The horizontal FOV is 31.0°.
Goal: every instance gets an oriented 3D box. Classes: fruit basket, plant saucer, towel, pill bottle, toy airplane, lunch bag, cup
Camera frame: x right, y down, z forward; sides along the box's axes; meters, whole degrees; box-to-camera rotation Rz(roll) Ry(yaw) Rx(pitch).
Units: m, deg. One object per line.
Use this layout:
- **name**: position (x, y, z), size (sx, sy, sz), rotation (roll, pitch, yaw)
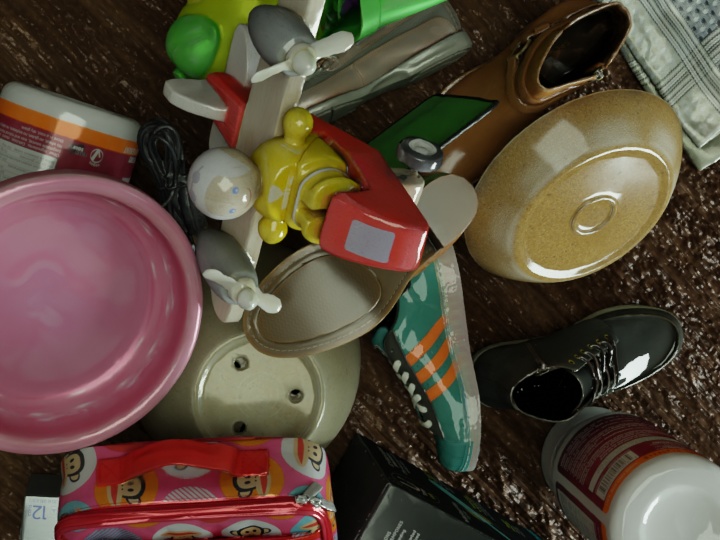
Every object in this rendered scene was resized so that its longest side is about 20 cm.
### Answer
- **fruit basket**: position (-0.056, -0.219, 0.954), size (0.214, 0.216, 0.157), rotation (-9, 100, -9)
- **plant saucer**: position (0.180, -0.054, 1.044), size (0.199, 0.036, 0.201), rotation (-17, 140, -15)
- **towel**: position (0.317, -0.216, 1.107), size (0.192, 0.035, 0.200), rotation (-37, 103, -4)
- **pill bottle**: position (0.221, 0.178, 1.061), size (0.109, 0.200, 0.110), rotation (-1, 98, -10)
- **plant saucer**: position (-0.207, 0.024, 0.872), size (0.199, 0.051, 0.202), rotation (-10, 116, -22)
- **toy airplane**: position (-0.062, -0.075, 0.831), size (0.141, 0.198, 0.201), rotation (-23, 95, -47)
- **lunch bag**: position (-0.116, 0.174, 0.939), size (0.198, 0.177, 0.082), rotation (-3, 54, -1)
- **pill bottle**: position (-0.245, -0.032, 0.985), size (0.109, 0.110, 0.201), rotation (17, 95, -12)
- **cup**: position (-0.086, 0.084, 1.021), size (0.199, 0.143, 0.202), rotation (-2, 99, -10)

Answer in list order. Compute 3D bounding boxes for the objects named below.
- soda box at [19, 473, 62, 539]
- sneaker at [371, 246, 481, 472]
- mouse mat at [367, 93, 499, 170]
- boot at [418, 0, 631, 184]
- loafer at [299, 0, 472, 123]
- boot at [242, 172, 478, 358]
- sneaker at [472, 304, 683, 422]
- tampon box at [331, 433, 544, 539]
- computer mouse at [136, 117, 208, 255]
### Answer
- **soda box**: position (-0.174, 0.209, 1.061), size (0.198, 0.068, 0.064), rotation (5, 96, -11)
- **sneaker**: position (0.050, 0.073, 1.085), size (0.079, 0.071, 0.202), rotation (-10, 92, -8)
- **mouse mat**: position (0.018, -0.084, 0.986), size (0.161, 0.200, 0.008), rotation (-37, 102, -3)
- **boot**: position (0.126, -0.134, 1.021), size (0.200, 0.155, 0.077), rotation (-42, 101, -2)
- **loafer**: position (-0.008, -0.163, 1.045), size (0.199, 0.072, 0.063), rotation (-26, 89, -12)
- **boot**: position (0.000, 0.000, 0.977), size (0.199, 0.155, 0.074), rotation (-32, 92, -6)
- **sneaker**: position (0.198, 0.085, 1.089), size (0.199, 0.106, 0.075), rotation (-15, 101, -13)
- **tampon box**: position (0.060, 0.250, 1.068), size (0.199, 0.150, 0.127), rotation (30, 91, -13)
- **computer mouse**: position (-0.206, -0.022, 0.909), size (0.199, 0.044, 0.110), rotation (-25, 122, -15)
